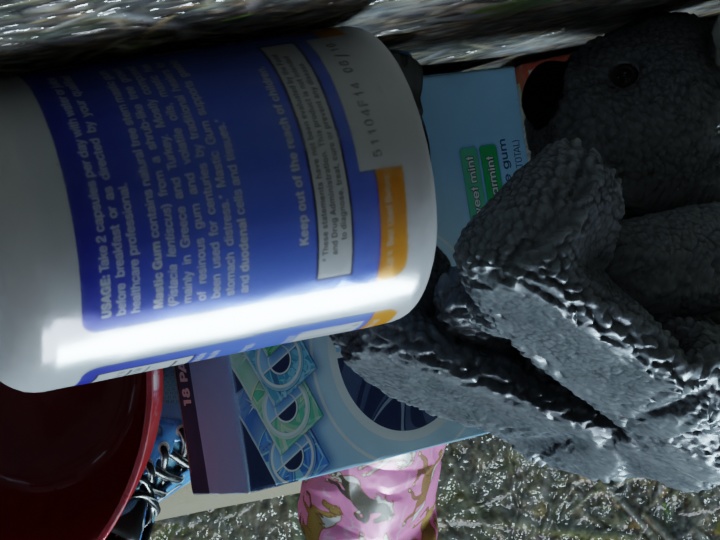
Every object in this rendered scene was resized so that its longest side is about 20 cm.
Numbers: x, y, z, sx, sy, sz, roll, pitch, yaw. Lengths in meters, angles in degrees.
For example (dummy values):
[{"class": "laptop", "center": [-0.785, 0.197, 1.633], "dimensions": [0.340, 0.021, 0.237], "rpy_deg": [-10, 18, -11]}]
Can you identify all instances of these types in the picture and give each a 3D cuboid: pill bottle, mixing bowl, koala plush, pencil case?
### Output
[{"class": "pill bottle", "center": [-0.084, -0.019, 0.837], "dimensions": [0.200, 0.112, 0.112], "rpy_deg": [-10, 179, -20]}, {"class": "mixing bowl", "center": [-0.163, 0.048, 1.027], "dimensions": [0.200, 0.200, 0.108], "rpy_deg": [-11, 176, 17]}, {"class": "koala plush", "center": [0.118, -0.025, 1.022], "dimensions": [0.184, 0.200, 0.177], "rpy_deg": [29, 153, -17]}, {"class": "pencil case", "center": [0.020, 0.064, 1.269], "dimensions": [0.086, 0.200, 0.083], "rpy_deg": [6, -151, -14]}]

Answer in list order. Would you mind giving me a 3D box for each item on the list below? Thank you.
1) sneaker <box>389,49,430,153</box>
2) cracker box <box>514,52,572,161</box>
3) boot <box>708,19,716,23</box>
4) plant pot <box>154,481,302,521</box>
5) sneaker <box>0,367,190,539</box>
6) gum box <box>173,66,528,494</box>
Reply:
[{"class": "sneaker", "center": [-0.063, -0.036, 0.936], "dimensions": [0.200, 0.082, 0.073], "rpy_deg": [-10, 180, -16]}, {"class": "cracker box", "center": [0.112, -0.005, 1.203], "dimensions": [0.058, 0.200, 0.134], "rpy_deg": [-13, 180, -11]}, {"class": "boot", "center": [0.226, -0.060, 1.190], "dimensions": [0.200, 0.070, 0.132], "rpy_deg": [27, 166, -3]}, {"class": "plant pot", "center": [-0.124, 0.029, 1.319], "dimensions": [0.200, 0.200, 0.177], "rpy_deg": [-11, 168, -4]}, {"class": "sneaker", "center": [-0.105, 0.101, 1.112], "dimensions": [0.200, 0.078, 0.090], "rpy_deg": [-30, -141, -7]}, {"class": "gum box", "center": [0.000, 0.000, 1.080], "dimensions": [0.200, 0.170, 0.045], "rpy_deg": [-9, -178, -41]}]
